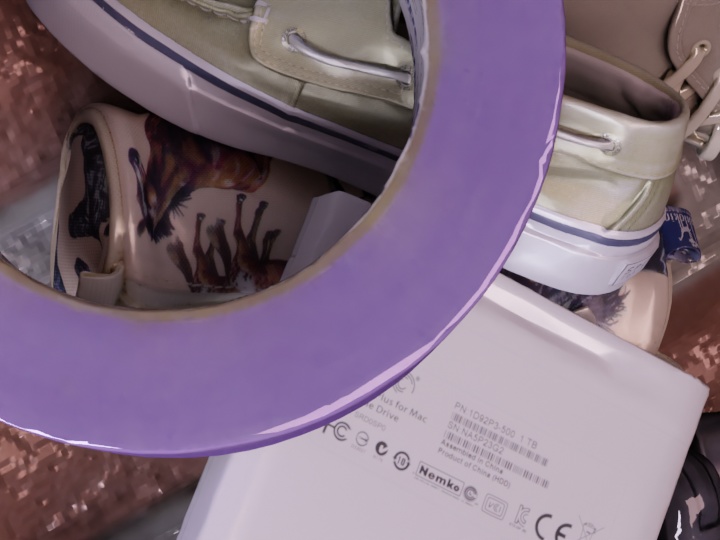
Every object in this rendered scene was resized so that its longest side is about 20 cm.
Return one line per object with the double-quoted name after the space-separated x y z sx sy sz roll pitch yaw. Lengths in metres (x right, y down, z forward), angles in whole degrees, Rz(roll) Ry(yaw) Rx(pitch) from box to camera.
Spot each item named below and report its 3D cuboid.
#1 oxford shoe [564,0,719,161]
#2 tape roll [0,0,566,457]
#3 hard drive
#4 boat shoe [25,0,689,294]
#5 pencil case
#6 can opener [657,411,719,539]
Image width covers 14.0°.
0.100 -0.066 0.897 0.199 0.075 0.058 15 64 -40 "oxford shoe"
-0.049 -0.053 0.753 0.199 0.085 0.201 0 85 -1 "tape roll"
0.009 0.097 0.813 0.131 0.026 0.201 27 75 -21 "hard drive"
0.001 -0.063 0.835 0.199 0.072 0.062 24 121 3 "boat shoe"
0.000 0.000 0.874 0.199 0.089 0.078 6 111 -25 "pencil case"
0.105 0.149 0.967 0.078 0.063 0.201 -7 103 -23 "can opener"
